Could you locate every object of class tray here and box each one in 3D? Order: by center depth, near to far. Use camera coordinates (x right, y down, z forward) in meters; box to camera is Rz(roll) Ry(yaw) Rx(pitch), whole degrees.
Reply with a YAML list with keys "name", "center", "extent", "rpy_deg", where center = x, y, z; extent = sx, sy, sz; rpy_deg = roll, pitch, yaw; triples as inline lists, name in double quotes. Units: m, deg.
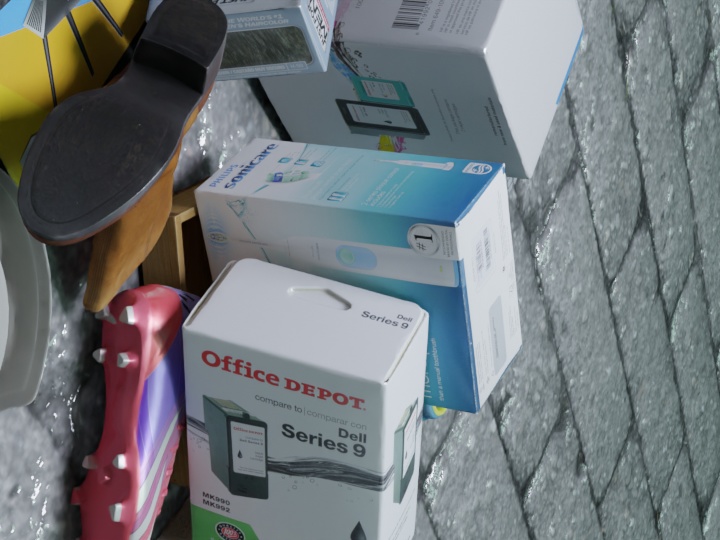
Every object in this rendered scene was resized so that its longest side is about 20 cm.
- name: "tray"
  center: [-0.111, 0.042, 1.095]
  extent: [0.098, 0.037, 0.202]
  rpy_deg: [-34, 127, -56]

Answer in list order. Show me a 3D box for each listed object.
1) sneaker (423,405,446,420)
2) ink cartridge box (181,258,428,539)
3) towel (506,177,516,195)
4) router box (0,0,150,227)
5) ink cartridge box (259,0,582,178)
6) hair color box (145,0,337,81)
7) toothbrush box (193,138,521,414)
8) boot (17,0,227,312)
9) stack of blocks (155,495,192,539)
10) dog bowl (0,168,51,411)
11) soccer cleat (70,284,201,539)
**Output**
- name: "sneaker"
  center: [0.018, 0.027, 1.170]
  extent: [0.079, 0.129, 0.202]
  rpy_deg: [-39, 118, -57]
- name: "ink cartridge box"
  center: [-0.038, 0.109, 1.020]
  extent: [0.084, 0.144, 0.202]
  rpy_deg: [-56, 154, -50]
- name: "towel"
  center: [0.066, -0.086, 1.289]
  extent: [0.167, 0.085, 0.201]
  rpy_deg: [-60, 160, -22]
- name: "router box"
  center: [-0.180, -0.147, 0.889]
  extent: [0.201, 0.051, 0.150]
  rpy_deg: [-61, 147, -37]
- name: "ink cartridge box"
  center: [0.040, -0.178, 1.131]
  extent: [0.148, 0.198, 0.146]
  rpy_deg: [-67, 151, -26]
- name: "hair color box"
  center: [-0.063, -0.215, 0.965]
  extent: [0.061, 0.098, 0.202]
  rpy_deg: [67, 25, -52]
- name: "toothbrush box"
  center: [0.000, 0.000, 1.044]
  extent: [0.085, 0.198, 0.148]
  rpy_deg: [-46, 137, -47]
- name: "boot"
  center: [-0.150, -0.041, 0.896]
  extent: [0.201, 0.068, 0.190]
  rpy_deg: [118, -6, -52]
- name: "stack of blocks"
  center: [-0.104, 0.233, 1.133]
  extent: [0.200, 0.058, 0.116]
  rpy_deg: [-54, 142, -42]
- name: "dog bowl"
  center: [-0.247, 0.031, 0.804]
  extent: [0.200, 0.058, 0.203]
  rpy_deg: [-28, 123, -58]
- name: "soccer cleat"
  center: [-0.140, 0.110, 1.009]
  extent: [0.076, 0.066, 0.203]
  rpy_deg: [2, 95, -41]
